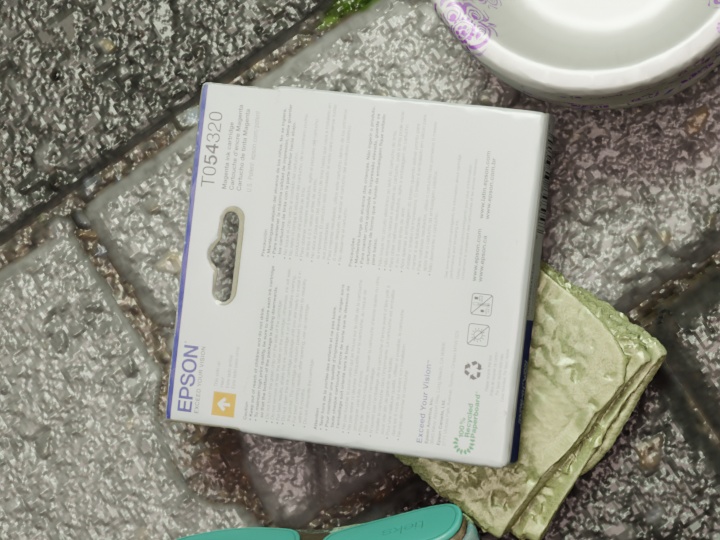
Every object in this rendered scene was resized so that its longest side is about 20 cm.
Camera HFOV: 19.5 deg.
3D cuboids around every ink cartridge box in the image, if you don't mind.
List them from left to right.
[{"bbox_3d":[0.000,0.000,1.176,0.200,0.043,0.197,7,91,15],"label":"ink cartridge box"}]

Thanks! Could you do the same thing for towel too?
[{"bbox_3d":[0.058,0.046,1.200,0.200,0.036,0.148,37,95,12],"label":"towel"}]

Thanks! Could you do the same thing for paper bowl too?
[{"bbox_3d":[0.134,-0.189,1.163,0.200,0.104,0.201,-1,85,13],"label":"paper bowl"}]

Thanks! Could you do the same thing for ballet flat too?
[{"bbox_3d":[-0.025,0.182,1.195,0.200,0.074,0.074,-8,84,21],"label":"ballet flat"}]
